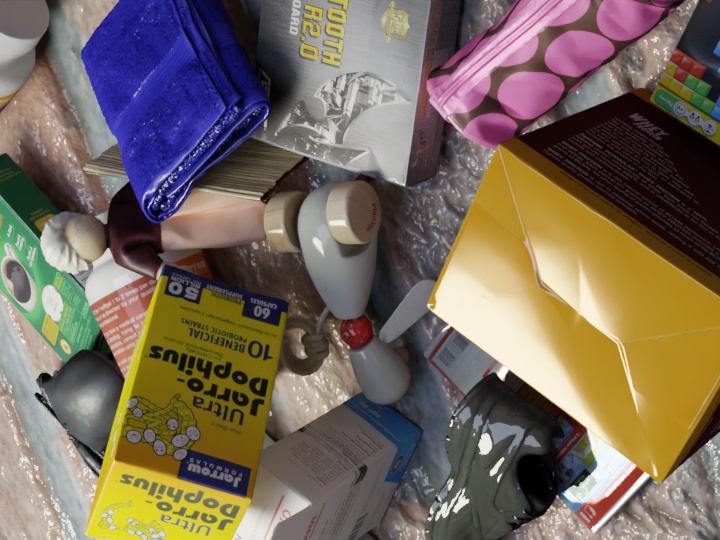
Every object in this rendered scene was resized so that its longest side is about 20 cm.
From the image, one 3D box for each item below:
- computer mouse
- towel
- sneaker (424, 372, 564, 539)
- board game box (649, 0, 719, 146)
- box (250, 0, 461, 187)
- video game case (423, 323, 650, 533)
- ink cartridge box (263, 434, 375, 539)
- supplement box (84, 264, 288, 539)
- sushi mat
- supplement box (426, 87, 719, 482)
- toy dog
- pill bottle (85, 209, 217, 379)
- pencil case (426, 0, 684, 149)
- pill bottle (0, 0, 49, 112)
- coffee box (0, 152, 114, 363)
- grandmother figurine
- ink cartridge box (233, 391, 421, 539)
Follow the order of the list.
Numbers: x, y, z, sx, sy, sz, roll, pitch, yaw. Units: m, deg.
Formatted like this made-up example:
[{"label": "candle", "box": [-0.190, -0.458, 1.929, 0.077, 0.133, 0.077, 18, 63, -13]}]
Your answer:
[{"label": "computer mouse", "box": [-0.258, 0.138, 1.510, 0.139, 0.053, 0.200, 49, 153, 3]}, {"label": "towel", "box": [-0.161, -0.158, 1.320, 0.148, 0.049, 0.201, -43, 52, 22]}, {"label": "sneaker", "box": [0.108, 0.178, 1.272, 0.091, 0.076, 0.201, 28, 135, 24]}, {"label": "board game box", "box": [0.308, -0.131, 1.033, 0.200, 0.057, 0.166, 36, 126, 22]}, {"label": "box", "box": [-0.004, -0.182, 1.249, 0.158, 0.048, 0.201, 21, 114, 31]}, {"label": "video game case", "box": [0.153, 0.089, 1.255, 0.200, 0.017, 0.143, 46, 128, 15]}, {"label": "ink cartridge box", "box": [-0.095, 0.247, 1.458, 0.200, 0.086, 0.148, 41, 126, 17]}, {"label": "supplement box", "box": [-0.134, 0.113, 1.266, 0.108, 0.201, 0.110, 17, 136, -9]}, {"label": "sushi mat", "box": [-0.133, -0.097, 1.357, 0.199, 0.096, 0.012, 11, 132, 34]}, {"label": "supplement box", "box": [0.193, 0.000, 1.073, 0.197, 0.200, 0.133, 37, 125, 21]}, {"label": "toy dog", "box": [0.000, 0.000, 1.311, 0.131, 0.096, 0.201, 19, 132, 28]}, {"label": "pill bottle", "box": [-0.174, 0.039, 1.425, 0.112, 0.112, 0.201, -25, 90, 40]}, {"label": "pencil case", "box": [0.130, -0.164, 1.132, 0.091, 0.094, 0.200, 54, 130, 8]}, {"label": "pill bottle", "box": [-0.370, -0.190, 1.494, 0.200, 0.112, 0.112, -38, 82, 40]}, {"label": "coffee box", "box": [-0.301, -0.003, 1.536, 0.200, 0.044, 0.123, 45, 142, 16]}, {"label": "grandmother figurine", "box": [-0.168, -0.041, 1.349, 0.061, 0.199, 0.122, 82, 173, -45]}, {"label": "ink cartridge box", "box": [-0.047, 0.189, 1.324, 0.068, 0.200, 0.116, 36, 124, 21]}]
